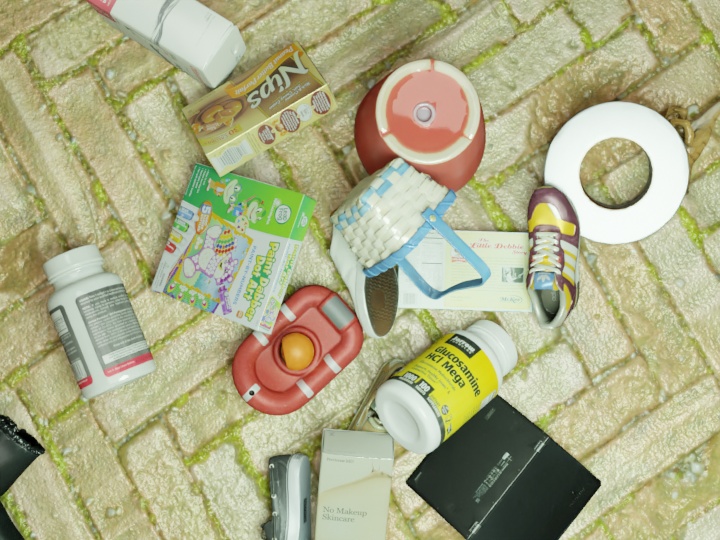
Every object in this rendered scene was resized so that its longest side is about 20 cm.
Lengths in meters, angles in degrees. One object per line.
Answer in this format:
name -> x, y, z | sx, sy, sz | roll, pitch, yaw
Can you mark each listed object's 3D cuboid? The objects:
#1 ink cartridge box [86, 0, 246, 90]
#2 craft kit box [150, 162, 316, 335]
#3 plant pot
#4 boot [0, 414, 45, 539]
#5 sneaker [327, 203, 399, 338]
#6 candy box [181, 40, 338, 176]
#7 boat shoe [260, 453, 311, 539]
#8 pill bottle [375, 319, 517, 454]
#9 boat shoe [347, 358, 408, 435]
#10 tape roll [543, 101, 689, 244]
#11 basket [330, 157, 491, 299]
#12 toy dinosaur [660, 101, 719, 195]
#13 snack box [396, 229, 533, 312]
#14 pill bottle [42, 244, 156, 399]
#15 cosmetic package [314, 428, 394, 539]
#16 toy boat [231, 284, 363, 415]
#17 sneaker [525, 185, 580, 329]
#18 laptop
ink cartridge box -> -0.273, -0.351, 1.446 | 0.199, 0.147, 0.083 | 32, 88, 2
craft kit box -> -0.182, -0.034, 1.444 | 0.196, 0.048, 0.201 | 17, 87, 24
plant pot -> 0.088, -0.205, 1.427 | 0.199, 0.177, 0.202 | 0, 87, 0
boot -> -0.513, 0.311, 1.452 | 0.198, 0.073, 0.163 | 37, 84, 2
sneaker -> 0.000, 0.000, 1.472 | 0.072, 0.084, 0.202 | -6, 86, -42
candy box -> -0.145, -0.233, 1.461 | 0.199, 0.055, 0.116 | -30, 52, -2
boat shoe -> -0.112, 0.362, 1.455 | 0.066, 0.070, 0.202 | 1, 90, 17
pill bottle -> 0.124, 0.155, 1.411 | 0.200, 0.112, 0.113 | -35, 88, -32
boat shoe -> 0.021, 0.222, 1.454 | 0.071, 0.076, 0.201 | 17, 87, 0
tape roll -> 0.364, -0.141, 1.454 | 0.199, 0.066, 0.202 | 2, 99, 13
basket -> 0.072, -0.045, 1.369 | 0.139, 0.176, 0.200 | -44, 99, -24
toy dinosaur -> 0.496, -0.205, 1.498 | 0.106, 0.060, 0.201 | 29, 97, -11
snack box -> 0.153, 0.000, 1.486 | 0.198, 0.037, 0.117 | 2, 89, 0
pill bottle -> -0.376, 0.071, 1.442 | 0.110, 0.111, 0.201 | -22, 88, -2
cosmetic package -> -0.011, 0.329, 1.417 | 0.103, 0.073, 0.202 | 4, 110, 0
toy boat -> -0.091, 0.115, 1.432 | 0.200, 0.131, 0.131 | -43, 88, -2
sneaker -> 0.269, -0.016, 1.428 | 0.074, 0.090, 0.201 | -3, 110, 27
laptop -> 0.209, 0.310, 1.485 | 0.200, 0.116, 0.188 | 38, 87, 30
